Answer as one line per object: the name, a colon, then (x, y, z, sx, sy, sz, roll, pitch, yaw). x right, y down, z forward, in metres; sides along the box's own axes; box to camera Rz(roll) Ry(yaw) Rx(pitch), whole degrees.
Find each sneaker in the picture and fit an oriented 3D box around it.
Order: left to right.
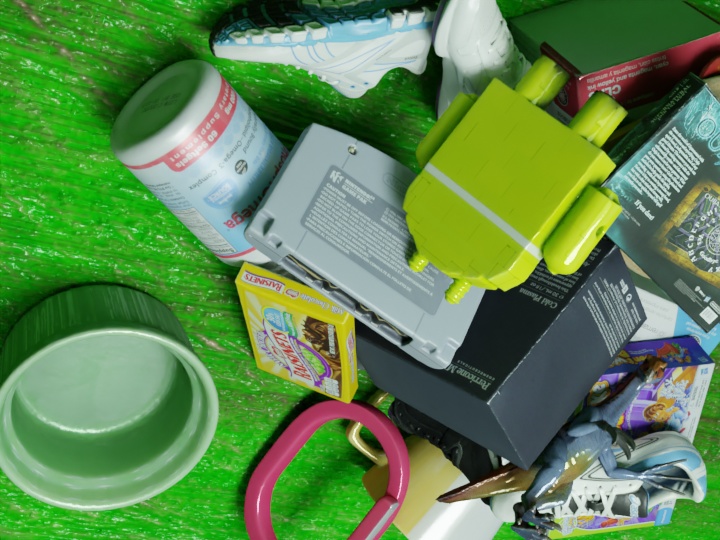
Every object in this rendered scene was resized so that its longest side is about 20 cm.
sneaker: (-0.027, -0.181, 0.980, 0.199, 0.075, 0.087, -8, 128, -15)
sneaker: (0.077, 0.150, 1.153, 0.087, 0.200, 0.076, -21, 147, -2)
sneaker: (0.113, -0.179, 0.987, 0.099, 0.075, 0.200, 17, 153, 17)
sneaker: (0.216, 0.196, 1.063, 0.199, 0.073, 0.072, -12, 125, -2)

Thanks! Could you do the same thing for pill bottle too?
pill bottle: (-0.108, -0.074, 0.992, 0.109, 0.109, 0.200, -39, 126, 6)

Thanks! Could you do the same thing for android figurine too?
android figurine: (0.114, -0.067, 0.919, 0.200, 0.182, 0.041, -54, 145, 6)

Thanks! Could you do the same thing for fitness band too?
fitness band: (-0.035, 0.222, 1.188, 0.200, 0.144, 0.037, -51, 155, 16)

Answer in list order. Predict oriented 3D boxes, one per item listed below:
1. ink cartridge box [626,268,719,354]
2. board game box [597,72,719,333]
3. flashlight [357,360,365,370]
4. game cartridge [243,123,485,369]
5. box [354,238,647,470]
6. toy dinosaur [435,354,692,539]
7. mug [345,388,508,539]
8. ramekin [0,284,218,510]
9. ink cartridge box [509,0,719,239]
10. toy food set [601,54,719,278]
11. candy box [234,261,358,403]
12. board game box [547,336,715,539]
ink cartridge box: (0.228, 0.075, 1.181, 0.146, 0.146, 0.200, 20, 113, -28)
board game box: (0.275, -0.049, 0.955, 0.135, 0.028, 0.200, -45, 124, 10)
flashlight: (0.000, 0.000, 1.107, 0.068, 0.068, 0.201, 5, 124, 22)
game cartridge: (0.015, -0.026, 0.966, 0.200, 0.040, 0.134, 35, 63, -12)
box: (0.113, 0.045, 1.045, 0.182, 0.200, 0.104, -47, 132, -17)
toy dinosaur: (0.185, 0.141, 1.013, 0.182, 0.199, 0.105, -61, 154, -26)
mug: (0.095, 0.205, 1.223, 0.153, 0.149, 0.187, -47, 131, 3)
ramekin: (-0.236, 0.111, 1.068, 0.199, 0.098, 0.201, -9, 123, -14)
ink cartridge box: (0.234, -0.131, 1.056, 0.144, 0.145, 0.200, -19, 124, -9)
toy food set: (0.292, -0.080, 0.989, 0.199, 0.049, 0.198, -25, 126, -3)
candy box: (-0.054, 0.060, 1.057, 0.200, 0.102, 0.026, 87, 28, -64)
board game box: (0.247, 0.162, 1.125, 0.134, 0.045, 0.201, -4, 123, -14)
